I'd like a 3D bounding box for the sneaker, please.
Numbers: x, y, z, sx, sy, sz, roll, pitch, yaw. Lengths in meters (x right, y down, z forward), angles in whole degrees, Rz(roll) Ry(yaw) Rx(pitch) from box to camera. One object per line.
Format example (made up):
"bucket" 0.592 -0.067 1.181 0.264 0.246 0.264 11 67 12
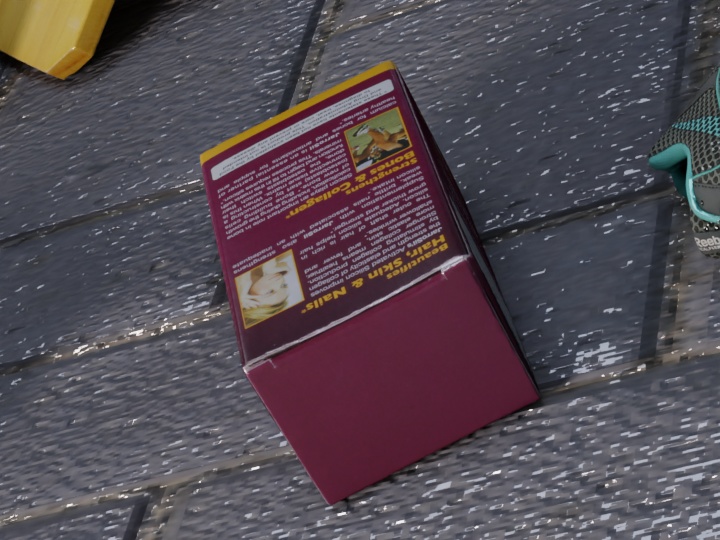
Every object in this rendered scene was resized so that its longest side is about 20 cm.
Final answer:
"sneaker" 0.186 -0.031 1.016 0.091 0.078 0.200 -44 26 8

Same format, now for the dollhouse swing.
"dollhouse swing" -0.140 -0.219 1.581 0.180 0.178 0.200 2 14 -33

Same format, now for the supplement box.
"supplement box" 0.000 0.000 1.095 0.110 0.086 0.200 -26 31 6
